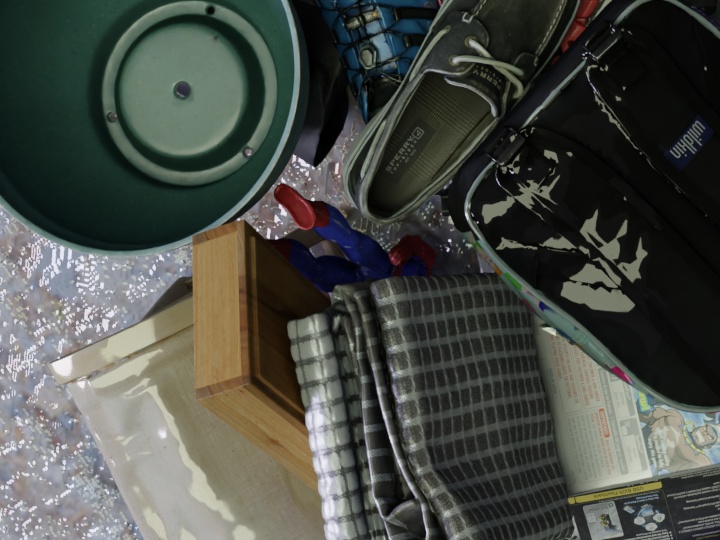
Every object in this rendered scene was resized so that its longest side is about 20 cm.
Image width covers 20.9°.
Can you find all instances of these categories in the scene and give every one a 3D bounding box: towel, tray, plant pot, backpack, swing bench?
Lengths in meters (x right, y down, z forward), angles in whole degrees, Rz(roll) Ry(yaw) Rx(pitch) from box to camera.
[{"bbox_3d":[0.047,0.084,1.073,0.085,0.200,0.166,-13,85,24],"label":"towel"},{"bbox_3d":[-0.026,0.063,1.079,0.037,0.200,0.099,-18,56,21],"label":"tray"},{"bbox_3d":[-0.116,-0.107,1.123,0.200,0.134,0.201,0,90,12],"label":"plant pot"},{"bbox_3d":[0.163,-0.029,1.040,0.200,0.151,0.178,42,92,-2],"label":"backpack"},{"bbox_3d":[-0.058,0.096,1.196,0.129,0.200,0.199,-23,97,23],"label":"swing bench"}]

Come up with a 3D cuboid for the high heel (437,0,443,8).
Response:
[{"bbox_3d":[0.053,-0.188,1.084,0.067,0.096,0.200,-3,138,18],"label":"high heel"}]

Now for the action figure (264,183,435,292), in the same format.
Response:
[{"bbox_3d":[0.000,0.000,1.159,0.065,0.200,0.052,-46,62,14],"label":"action figure"}]

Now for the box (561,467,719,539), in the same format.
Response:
[{"bbox_3d":[0.181,0.156,1.214,0.199,0.049,0.162,-14,98,22],"label":"box"}]

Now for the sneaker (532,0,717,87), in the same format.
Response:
[{"bbox_3d":[0.160,-0.150,1.118,0.098,0.071,0.201,19,117,4],"label":"sneaker"}]

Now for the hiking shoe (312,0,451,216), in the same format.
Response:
[{"bbox_3d":[0.019,-0.132,1.126,0.074,0.087,0.200,-23,122,23],"label":"hiking shoe"}]

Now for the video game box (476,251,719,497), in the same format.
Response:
[{"bbox_3d":[0.169,0.023,1.153,0.182,0.047,0.201,-14,83,24],"label":"video game box"}]

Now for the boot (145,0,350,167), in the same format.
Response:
[{"bbox_3d":[-0.107,-0.115,1.231,0.199,0.066,0.165,22,113,7],"label":"boot"}]

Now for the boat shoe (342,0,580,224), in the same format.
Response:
[{"bbox_3d":[0.064,-0.104,1.065,0.072,0.071,0.200,29,104,-17],"label":"boat shoe"}]
